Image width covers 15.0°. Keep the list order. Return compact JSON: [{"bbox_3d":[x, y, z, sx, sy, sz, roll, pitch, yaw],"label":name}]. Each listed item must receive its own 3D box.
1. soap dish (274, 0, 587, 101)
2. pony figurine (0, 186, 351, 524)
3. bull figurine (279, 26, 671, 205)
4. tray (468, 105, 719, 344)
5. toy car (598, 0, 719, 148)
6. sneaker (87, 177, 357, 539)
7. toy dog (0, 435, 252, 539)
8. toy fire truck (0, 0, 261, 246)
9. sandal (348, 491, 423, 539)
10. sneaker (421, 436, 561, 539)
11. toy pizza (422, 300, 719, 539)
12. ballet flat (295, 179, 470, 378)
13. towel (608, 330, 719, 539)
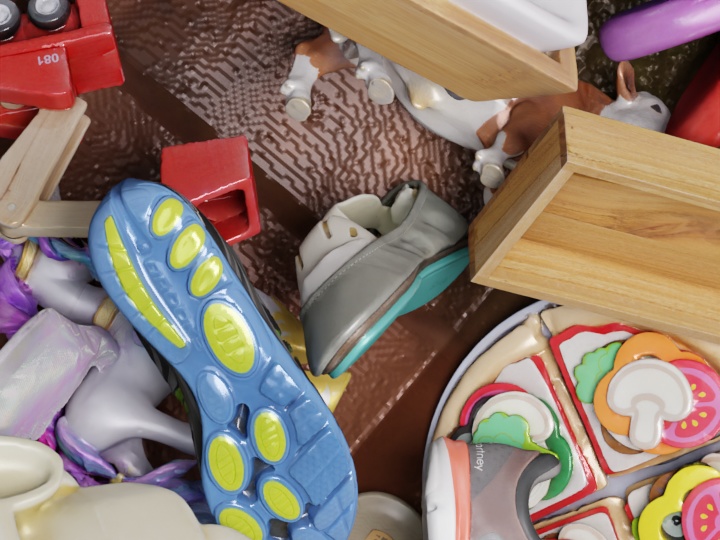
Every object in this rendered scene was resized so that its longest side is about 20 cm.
[{"bbox_3d":[0.025,-0.183,1.258,0.157,0.201,0.081,24,138,-35],"label":"soap dish"},{"bbox_3d":[-0.122,0.064,1.312,0.199,0.167,0.194,28,60,-1],"label":"pony figurine"},{"bbox_3d":[0.059,-0.081,1.324,0.199,0.122,0.065,31,133,4],"label":"bull figurine"},{"bbox_3d":[0.161,-0.012,1.267,0.199,0.099,0.037,15,51,-19],"label":"tray"},{"bbox_3d":[0.188,-0.125,1.285,0.149,0.175,0.201,-29,95,3],"label":"toy car"},{"bbox_3d":[-0.057,0.044,1.233,0.070,0.083,0.201,-26,102,8],"label":"sneaker"},{"bbox_3d":[-0.146,0.176,1.235,0.193,0.201,0.140,-14,56,-29],"label":"toy dog"},{"bbox_3d":[-0.155,-0.062,1.301,0.199,0.049,0.142,-12,58,-2],"label":"toy fire truck"},{"bbox_3d":[-0.004,0.174,1.297,0.080,0.201,0.054,27,135,-7],"label":"sandal"},{"bbox_3d":[0.074,0.178,1.295,0.081,0.077,0.202,-3,85,-2],"label":"sneaker"},{"bbox_3d":[0.122,0.108,1.335,0.199,0.032,0.202,0,91,20],"label":"toy pizza"},{"bbox_3d":[0.000,0.000,1.279,0.064,0.200,0.067,44,110,4],"label":"ballet flat"},{"bbox_3d":[0.194,0.126,1.369,0.147,0.050,0.202,10,94,4],"label":"towel"}]
